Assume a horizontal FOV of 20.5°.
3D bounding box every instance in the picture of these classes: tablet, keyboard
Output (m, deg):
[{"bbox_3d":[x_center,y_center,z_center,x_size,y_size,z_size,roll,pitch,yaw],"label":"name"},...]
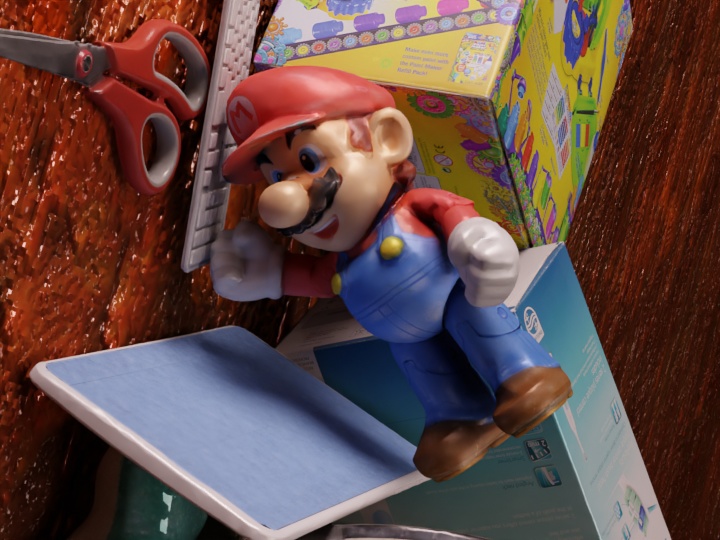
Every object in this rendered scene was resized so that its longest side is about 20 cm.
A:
[{"bbox_3d":[-0.050,0.070,0.885,0.014,0.130,0.200,-61,163,14],"label":"tablet"},{"bbox_3d":[-0.058,-0.100,0.905,0.056,0.011,0.200,-55,155,-80],"label":"keyboard"}]

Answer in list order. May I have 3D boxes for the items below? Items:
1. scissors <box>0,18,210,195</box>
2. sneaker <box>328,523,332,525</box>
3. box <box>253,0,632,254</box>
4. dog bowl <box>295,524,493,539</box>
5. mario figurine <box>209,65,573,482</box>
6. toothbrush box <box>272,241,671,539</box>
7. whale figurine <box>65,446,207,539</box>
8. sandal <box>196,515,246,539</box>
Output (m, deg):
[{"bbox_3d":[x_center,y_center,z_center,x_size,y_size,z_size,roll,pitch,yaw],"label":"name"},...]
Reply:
[{"bbox_3d":[-0.108,-0.088,0.802,0.073,0.014,0.200,-71,157,-10],"label":"scissors"},{"bbox_3d":[-0.029,0.154,1.063,0.200,0.070,0.078,-69,144,-49],"label":"sneaker"},{"bbox_3d":[0.054,-0.117,1.036,0.200,0.122,0.193,68,38,-56],"label":"box"},{"bbox_3d":[0.023,0.185,0.896,0.200,0.200,0.074,68,26,-57],"label":"dog bowl"},{"bbox_3d":[0.000,0.000,0.881,0.123,0.200,0.106,-35,177,2],"label":"mario figurine"},{"bbox_3d":[0.061,0.102,1.019,0.085,0.146,0.200,-46,118,-56],"label":"toothbrush box"},{"bbox_3d":[-0.099,0.173,0.847,0.159,0.104,0.200,57,49,-62],"label":"whale figurine"},{"bbox_3d":[-0.065,0.150,0.987,0.080,0.057,0.201,-38,136,-59],"label":"sandal"}]
